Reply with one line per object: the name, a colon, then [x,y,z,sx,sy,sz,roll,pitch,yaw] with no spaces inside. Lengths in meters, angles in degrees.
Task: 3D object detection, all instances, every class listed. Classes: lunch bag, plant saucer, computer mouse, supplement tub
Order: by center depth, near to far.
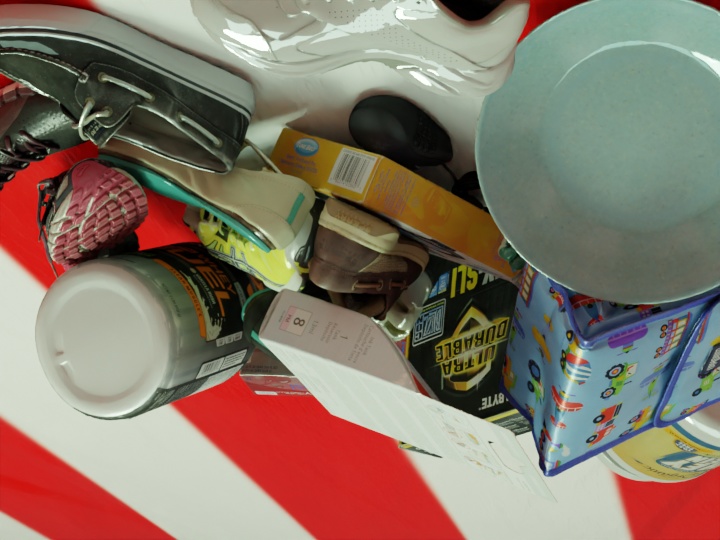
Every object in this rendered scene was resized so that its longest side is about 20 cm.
plant saucer: [0.173,-0.078,0.988,0.201,0.039,0.201,4,114,10]
lunch bag: [0.211,0.043,1.101,0.200,0.094,0.151,-12,140,-16]
computer mouse: [0.053,-0.071,1.158,0.059,0.034,0.200,-9,155,31]
supplement tub: [-0.156,0.042,1.256,0.122,0.123,0.200,-3,-174,21]
supplement tub: [0.285,0.104,1.391,0.144,0.145,0.200,10,158,-11]

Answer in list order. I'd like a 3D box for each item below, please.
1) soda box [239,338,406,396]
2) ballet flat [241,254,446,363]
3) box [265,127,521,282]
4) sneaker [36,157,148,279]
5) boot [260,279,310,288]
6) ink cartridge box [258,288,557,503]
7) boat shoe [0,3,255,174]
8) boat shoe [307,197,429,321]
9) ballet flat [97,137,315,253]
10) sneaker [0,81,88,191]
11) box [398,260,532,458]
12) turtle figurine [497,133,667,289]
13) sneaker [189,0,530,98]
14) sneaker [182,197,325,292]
soda box: [-0.010,0.081,1.514,0.200,0.070,0.063,2,158,12]
ballet flat: [0.001,0.031,1.261,0.200,0.068,0.068,-20,138,-28]
box: [0.040,-0.043,1.168,0.200,0.042,0.119,23,179,-41]
sneaker: [-0.213,-0.045,1.196,0.081,0.075,0.200,-30,175,-17]
boot: [-0.049,0.039,1.408,0.200,0.077,0.155,-3,158,20]
ink cartridge box: [0.043,0.089,1.136,0.200,0.057,0.163,14,161,25]
boat shoe: [-0.162,-0.117,1.046,0.200,0.071,0.072,15,157,-21]
boat shoe: [0.000,0.000,1.152,0.072,0.072,0.200,24,178,9]
ballet flat: [-0.109,-0.071,1.139,0.200,0.070,0.069,27,175,38]
sneaker: [-0.259,-0.067,1.139,0.200,0.116,0.076,-8,155,32]
box: [0.108,0.056,1.296,0.049,0.160,0.200,18,156,-27]
turtle figurine: [0.166,-0.044,1.109,0.149,0.101,0.200,-10,145,1]
sneaker: [0.004,-0.162,0.907,0.200,0.078,0.099,4,151,-14]
sneaker: [-0.083,-0.027,1.199,0.076,0.076,0.200,19,173,-19]
